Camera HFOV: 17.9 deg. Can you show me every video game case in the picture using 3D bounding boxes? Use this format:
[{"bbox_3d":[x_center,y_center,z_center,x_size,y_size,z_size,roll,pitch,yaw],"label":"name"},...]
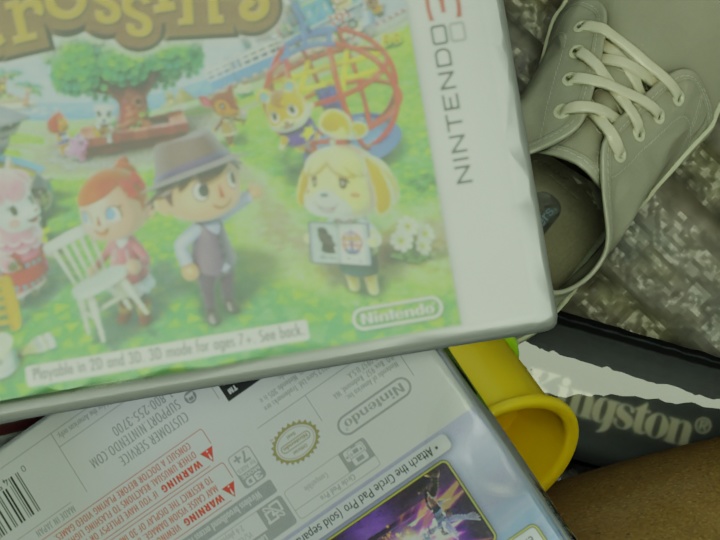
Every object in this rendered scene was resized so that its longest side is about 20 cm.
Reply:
[{"bbox_3d":[-0.033,0.112,0.703,0.200,0.045,0.181,-35,77,4],"label":"video game case"},{"bbox_3d":[-0.055,-0.056,0.675,0.199,0.022,0.183,-9,86,-2],"label":"video game case"}]

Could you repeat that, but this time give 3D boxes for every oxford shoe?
[{"bbox_3d":[0.091,-0.058,0.850,0.075,0.058,0.200,33,74,4],"label":"oxford shoe"}]

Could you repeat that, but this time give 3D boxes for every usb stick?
[{"bbox_3d":[0.087,0.047,0.871,0.199,0.033,0.056,16,88,-3],"label":"usb stick"}]

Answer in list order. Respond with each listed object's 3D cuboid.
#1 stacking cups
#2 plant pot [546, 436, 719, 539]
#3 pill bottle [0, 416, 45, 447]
[{"bbox_3d":[0.000,0.000,0.804,0.060,0.061,0.200,-34,53,-2],"label":"stacking cups"},{"bbox_3d":[0.150,0.127,0.798,0.200,0.186,0.187,-27,91,-4],"label":"plant pot"},{"bbox_3d":[-0.123,0.005,0.759,0.200,0.113,0.113,-11,90,-40],"label":"pill bottle"}]
